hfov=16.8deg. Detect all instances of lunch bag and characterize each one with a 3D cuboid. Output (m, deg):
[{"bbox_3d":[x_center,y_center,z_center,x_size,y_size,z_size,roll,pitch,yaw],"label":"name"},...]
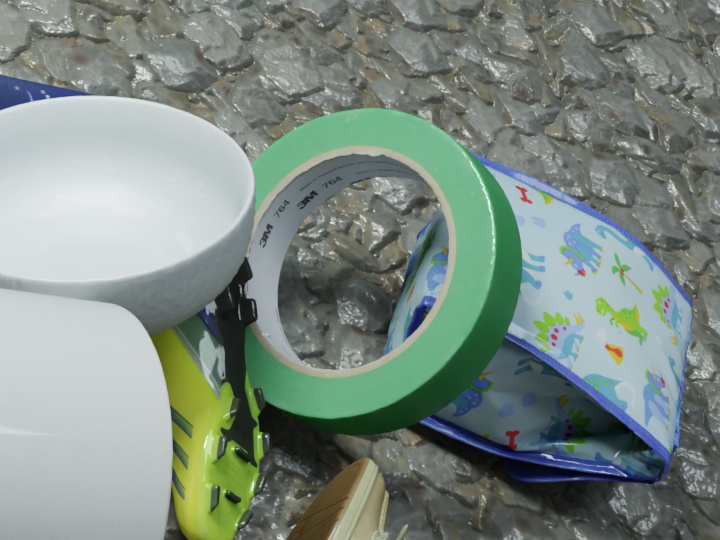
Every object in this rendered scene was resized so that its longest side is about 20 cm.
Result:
[{"bbox_3d":[0.124,0.042,1.624,0.199,0.128,0.170,22,43,-5],"label":"lunch bag"}]

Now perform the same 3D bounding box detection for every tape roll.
[{"bbox_3d":[0.000,0.000,1.519,0.048,0.200,0.201,33,28,-60],"label":"tape roll"},{"bbox_3d":[-0.203,0.108,1.269,0.139,0.203,0.203,8,50,-31],"label":"tape roll"}]

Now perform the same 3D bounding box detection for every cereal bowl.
[{"bbox_3d":[-0.161,-0.018,1.436,0.199,0.084,0.200,3,35,-2],"label":"cereal bowl"}]

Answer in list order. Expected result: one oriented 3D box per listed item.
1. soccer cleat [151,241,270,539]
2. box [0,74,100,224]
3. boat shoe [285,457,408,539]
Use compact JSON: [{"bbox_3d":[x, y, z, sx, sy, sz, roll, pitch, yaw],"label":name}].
[{"bbox_3d":[-0.105,0.076,1.483,0.065,0.083,0.201,36,46,-58],"label":"soccer cleat"},{"bbox_3d":[-0.213,-0.068,1.547,0.199,0.032,0.121,9,50,-29],"label":"box"},{"bbox_3d":[-0.018,0.201,1.428,0.063,0.073,0.200,33,52,-16],"label":"boat shoe"}]
